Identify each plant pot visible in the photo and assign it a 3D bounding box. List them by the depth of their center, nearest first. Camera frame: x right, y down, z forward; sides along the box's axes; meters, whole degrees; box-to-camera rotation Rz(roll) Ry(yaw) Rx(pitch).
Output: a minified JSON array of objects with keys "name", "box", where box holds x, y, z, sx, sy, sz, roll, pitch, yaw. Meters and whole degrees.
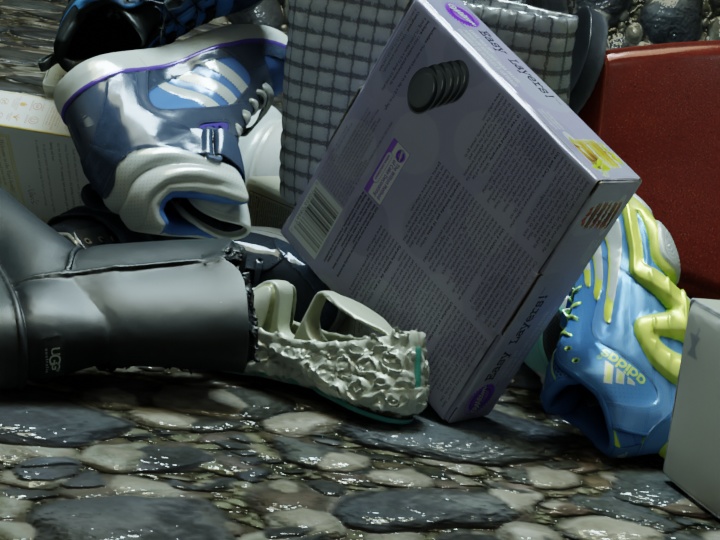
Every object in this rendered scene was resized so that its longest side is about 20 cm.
[{"name":"plant pot","box":[0.203,-0.068,1.614,0.175,0.202,0.199,8,-5,-27]}]

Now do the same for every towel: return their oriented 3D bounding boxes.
[{"name":"towel","box":[0.048,-0.113,1.490,0.198,0.167,0.085,10,14,21]}]

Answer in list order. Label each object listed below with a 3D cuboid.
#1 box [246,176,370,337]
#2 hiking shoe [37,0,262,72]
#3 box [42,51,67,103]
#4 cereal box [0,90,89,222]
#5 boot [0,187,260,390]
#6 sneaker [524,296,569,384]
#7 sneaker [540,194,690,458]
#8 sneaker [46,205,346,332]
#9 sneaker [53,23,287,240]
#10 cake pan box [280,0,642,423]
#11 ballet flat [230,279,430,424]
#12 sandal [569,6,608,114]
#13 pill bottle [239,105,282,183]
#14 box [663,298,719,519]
[{"name":"box","box":[0.000,0.000,1.556,0.077,0.096,0.199,-2,16,-36]},{"name":"hiking shoe","box":[-0.120,-0.181,1.514,0.199,0.075,0.087,-23,28,30]},{"name":"box","box":[-0.170,-0.095,1.666,0.081,0.069,0.201,9,-33,11]},{"name":"cereal box","box":[-0.195,-0.060,1.622,0.198,0.144,0.040,10,51,8]},{"name":"boot","box":[-0.158,0.004,1.383,0.167,0.077,0.200,-3,31,-19]},{"name":"sneaker","box":[0.126,0.037,1.528,0.139,0.078,0.199,15,4,37]},{"name":"sneaker","box":[0.149,0.031,1.381,0.104,0.076,0.201,-11,55,-21]},{"name":"sneaker","box":[-0.121,0.010,1.488,0.201,0.078,0.146,22,25,22]},{"name":"sneaker","box":[-0.095,-0.079,1.494,0.199,0.081,0.147,-14,62,-40]},{"name":"cake pan box","box":[0.054,-0.035,1.391,0.052,0.201,0.184,-1,39,-47]},{"name":"ballet flat","box":[-0.035,0.041,1.405,0.199,0.072,0.072,15,13,34]},{"name":"sandal","box":[0.094,-0.102,1.548,0.043,0.200,0.076,34,22,-27]},{"name":"pill bottle","box":[-0.127,-0.091,1.856,0.198,0.114,0.113,13,13,25]},{"name":"box","box":[0.291,0.088,1.284,0.198,0.110,0.128,4,13,-18]}]
